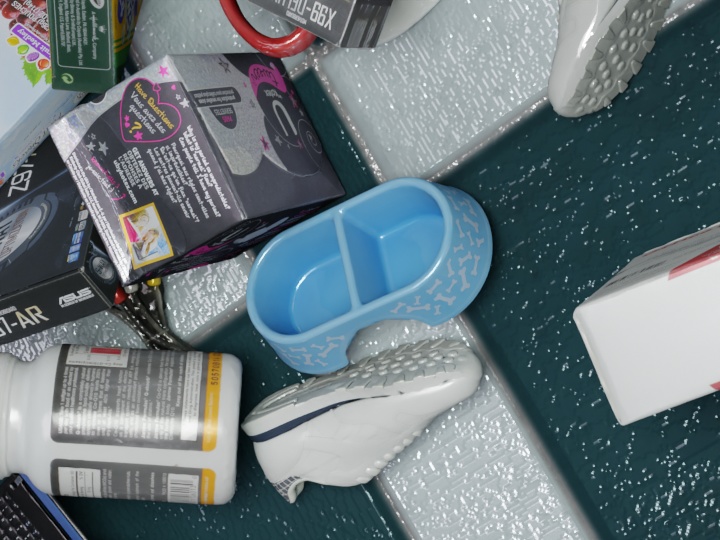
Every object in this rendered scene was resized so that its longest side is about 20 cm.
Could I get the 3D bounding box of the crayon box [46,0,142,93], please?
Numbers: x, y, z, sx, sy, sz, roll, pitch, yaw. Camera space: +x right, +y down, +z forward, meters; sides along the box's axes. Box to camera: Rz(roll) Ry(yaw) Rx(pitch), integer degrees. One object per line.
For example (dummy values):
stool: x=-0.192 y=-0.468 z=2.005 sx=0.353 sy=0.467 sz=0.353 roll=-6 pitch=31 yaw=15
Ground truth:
crayon box: x=-0.188 y=-0.240 z=1.342 sx=0.051 sy=0.201 sz=0.127 roll=4 pitch=131 yaw=0

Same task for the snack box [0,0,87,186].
snack box: x=-0.331 y=-0.164 z=1.436 sx=0.199 sy=0.068 sz=0.169 roll=36 pitch=72 yaw=16

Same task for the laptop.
laptop: x=-0.268 y=0.257 z=1.486 sx=0.200 sy=0.103 sz=0.178 roll=-44 pitch=80 yaw=20

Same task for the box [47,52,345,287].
box: x=-0.114 y=-0.081 z=1.334 sx=0.114 sy=0.200 sz=0.133 roll=-27 pitch=87 yaw=20

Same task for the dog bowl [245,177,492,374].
dog bowl: x=0.000 y=0.000 z=1.357 sx=0.199 sy=0.049 sz=0.112 roll=-25 pitch=60 yaw=23

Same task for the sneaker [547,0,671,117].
sneaker: x=0.174 y=-0.207 z=1.286 sx=0.080 sy=0.076 sz=0.201 roll=29 pitch=101 yaw=27

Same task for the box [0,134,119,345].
box: x=-0.251 y=-0.034 z=1.406 sx=0.159 sy=0.201 sz=0.044 roll=-18 pitch=131 yaw=22

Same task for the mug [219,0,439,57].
mug: x=-0.038 y=-0.266 z=1.308 sx=0.200 sy=0.177 sz=0.134 roll=48 pitch=153 yaw=14

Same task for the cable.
cable: x=-0.174 y=0.039 z=1.451 sx=0.096 sy=0.050 sz=0.202 roll=-23 pitch=87 yaw=16

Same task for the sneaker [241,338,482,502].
sneaker: x=0.009 y=0.113 z=1.379 sx=0.199 sy=0.076 sz=0.081 roll=-20 pitch=100 yaw=27

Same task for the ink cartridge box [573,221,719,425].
ink cartridge box: x=0.240 y=0.020 z=1.212 sx=0.146 sy=0.200 sz=0.083 roll=-23 pitch=91 yaw=22

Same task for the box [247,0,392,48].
box: x=-0.052 y=-0.261 z=1.237 sx=0.199 sy=0.050 sz=0.159 roll=29 pitch=110 yaw=26

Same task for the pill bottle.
pill bottle: x=-0.190 y=0.115 z=1.380 sx=0.198 sy=0.116 sz=0.118 roll=4 pitch=99 yaw=-3
